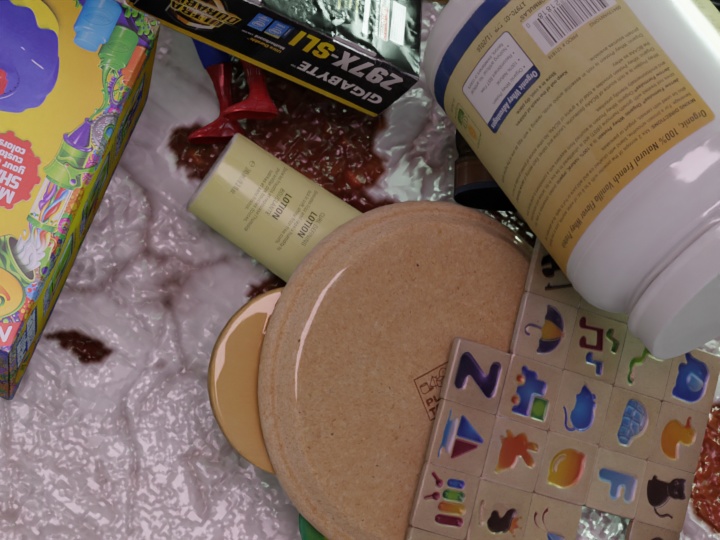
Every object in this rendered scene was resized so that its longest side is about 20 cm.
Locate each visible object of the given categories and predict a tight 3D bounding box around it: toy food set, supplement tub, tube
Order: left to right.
[{"bbox_3d":[0.000,0.000,1.139,0.199,0.058,0.052,36,28,-7],"label":"tube"},{"bbox_3d":[0.031,0.065,1.100,0.200,0.049,0.198,-43,106,-19],"label":"toy food set"},{"bbox_3d":[0.140,-0.070,1.061,0.144,0.145,0.201,-29,70,-16],"label":"supplement tub"}]

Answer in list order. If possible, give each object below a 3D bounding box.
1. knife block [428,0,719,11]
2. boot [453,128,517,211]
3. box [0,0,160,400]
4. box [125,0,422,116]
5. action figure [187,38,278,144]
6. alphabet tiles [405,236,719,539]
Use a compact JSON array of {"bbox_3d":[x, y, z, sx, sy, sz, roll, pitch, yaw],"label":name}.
[{"bbox_3d":[0.137,-0.177,1.214,0.175,0.199,0.065,29,62,-49],"label":"knife block"},{"bbox_3d":[0.151,-0.086,1.176,0.198,0.075,0.098,1,77,-8],"label":"boot"},{"bbox_3d":[-0.233,-0.067,1.077,0.199,0.122,0.194,23,73,-3],"label":"box"},{"bbox_3d":[-0.040,-0.202,1.134,0.159,0.049,0.201,22,54,-29],"label":"box"},{"bbox_3d":[-0.093,-0.175,1.162,0.051,0.065,0.202,-3,75,-30],"label":"action figure"},{"bbox_3d":[0.112,0.089,1.107,0.166,0.008,0.202,17,83,-26],"label":"alphabet tiles"}]
